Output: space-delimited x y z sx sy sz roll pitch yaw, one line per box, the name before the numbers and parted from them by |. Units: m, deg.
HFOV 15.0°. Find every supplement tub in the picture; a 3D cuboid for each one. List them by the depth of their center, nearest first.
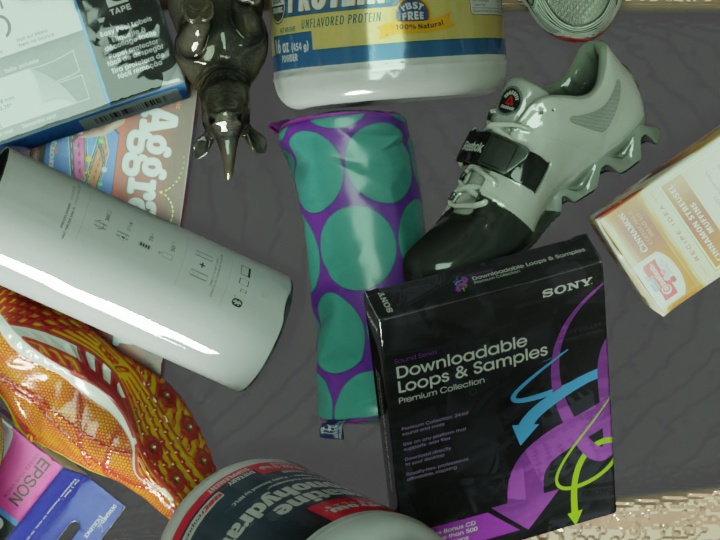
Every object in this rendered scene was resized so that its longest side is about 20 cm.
supplement tub | -0.022 0.200 1.639 0.140 0.200 0.141 -8 105 -32
supplement tub | 0.012 -0.202 1.665 0.144 0.145 0.201 -5 92 2

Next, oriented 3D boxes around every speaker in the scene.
speaker | -0.146 -0.001 1.683 0.199 0.081 0.081 24 93 -16

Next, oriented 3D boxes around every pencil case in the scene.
pencil case | 0.000 0.000 1.703 0.092 0.085 0.201 -7 91 36

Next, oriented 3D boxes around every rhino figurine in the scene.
rhino figurine | -0.084 -0.143 1.648 0.060 0.088 0.201 -4 64 -7

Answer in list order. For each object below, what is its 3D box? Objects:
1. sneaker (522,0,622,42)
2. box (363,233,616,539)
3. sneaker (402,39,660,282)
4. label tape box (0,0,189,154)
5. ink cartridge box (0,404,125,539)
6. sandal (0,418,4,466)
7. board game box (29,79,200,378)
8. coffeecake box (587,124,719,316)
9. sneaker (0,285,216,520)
sneaker | 0.129 -0.241 1.691 0.077 0.082 0.201 -2 93 2
box | 0.081 0.082 1.662 0.142 0.036 0.201 -15 125 -11
sneaker | 0.090 -0.068 1.669 0.200 0.074 0.089 -40 120 -25
label tape box | -0.205 -0.183 1.703 0.144 0.063 0.201 -19 86 -1
ink cartridge box | -0.256 0.126 1.744 0.200 0.037 0.095 38 93 -2
sandal | -0.240 0.119 1.691 0.054 0.080 0.201 -23 93 -12
board game box | -0.163 -0.031 1.742 0.103 0.019 0.201 7 92 1
coffeecake box | 0.240 -0.059 1.658 0.200 0.154 0.073 -35 90 3
sneaker | -0.170 0.089 1.718 0.200 0.073 0.077 44 126 -5
